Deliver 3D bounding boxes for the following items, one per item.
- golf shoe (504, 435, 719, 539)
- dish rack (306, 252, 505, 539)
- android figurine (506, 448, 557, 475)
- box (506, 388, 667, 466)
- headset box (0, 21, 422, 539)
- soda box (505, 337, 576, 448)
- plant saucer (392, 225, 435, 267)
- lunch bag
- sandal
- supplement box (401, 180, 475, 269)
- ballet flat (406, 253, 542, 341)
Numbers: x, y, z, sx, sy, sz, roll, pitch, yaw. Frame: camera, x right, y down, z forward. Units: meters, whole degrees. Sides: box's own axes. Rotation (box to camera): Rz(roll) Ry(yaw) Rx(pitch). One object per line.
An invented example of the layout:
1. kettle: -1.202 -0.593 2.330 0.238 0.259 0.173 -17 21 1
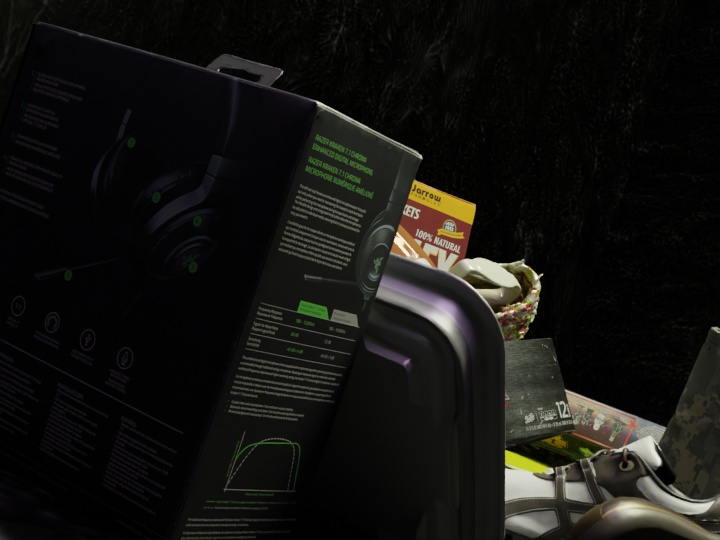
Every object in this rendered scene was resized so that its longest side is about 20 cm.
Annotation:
1. golf shoe: 0.143 0.139 0.764 0.198 0.096 0.078 18 1 17
2. dish rack: -0.021 0.061 0.623 0.198 0.173 0.043 19 38 33
3. android figurine: 0.136 0.164 0.942 0.180 0.042 0.200 20 -1 -19
4. box: 0.188 0.153 1.039 0.198 0.040 0.137 20 -26 23
5. headset box: -0.088 -0.002 0.558 0.173 0.202 0.092 19 1 33
6. soda box: 0.057 0.088 0.819 0.063 0.072 0.199 -23 -16 39
7. plant saucer: 0.000 0.000 0.936 0.199 0.038 0.201 33 26 -19
8. lunch bag: 0.293 0.150 0.851 0.199 0.166 0.117 17 11 -41
9. sandal: 0.195 0.169 0.642 0.198 0.082 0.055 21 16 -22
10. supplement box: -0.003 0.009 1.334 0.132 0.200 0.199 19 -11 -28
11. ballet flat: 0.048 0.017 0.854 0.198 0.064 0.076 -3 48 -40
